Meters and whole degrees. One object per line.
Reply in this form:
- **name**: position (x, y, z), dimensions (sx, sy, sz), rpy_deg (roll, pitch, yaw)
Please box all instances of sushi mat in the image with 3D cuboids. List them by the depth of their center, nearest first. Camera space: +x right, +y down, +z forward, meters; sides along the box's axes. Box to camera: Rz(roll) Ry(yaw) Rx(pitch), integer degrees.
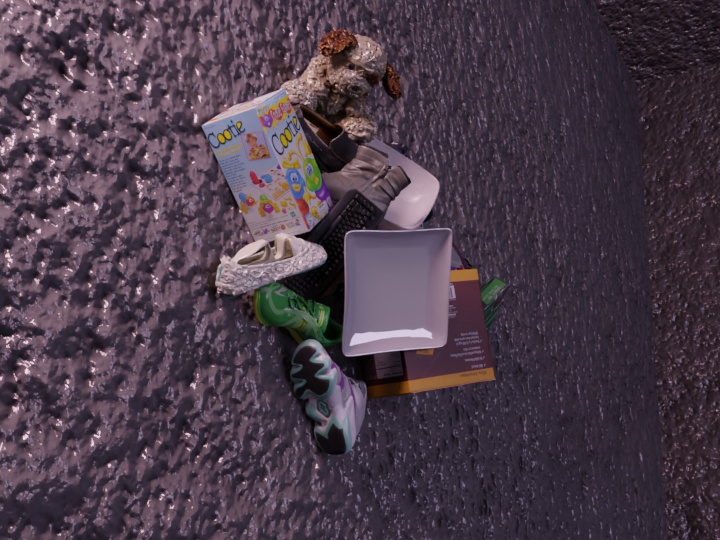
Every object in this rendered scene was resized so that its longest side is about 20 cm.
- **sushi mat**: position (0.000, 0.000, 1.589), dimensions (0.012, 0.096, 0.200), rpy_deg (48, 28, 13)

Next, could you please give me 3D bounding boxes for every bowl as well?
- **bowl**: position (0.028, -0.139, 1.636), dimensions (0.199, 0.075, 0.200), rpy_deg (32, 39, 1)

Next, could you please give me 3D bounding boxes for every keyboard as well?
- **keyboard**: position (-0.034, -0.022, 1.456), dimensions (0.127, 0.200, 0.021), rpy_deg (37, 6, -33)

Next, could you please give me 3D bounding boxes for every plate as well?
- **plate**: position (0.055, 0.031, 1.474), dimensions (0.199, 0.032, 0.201), rpy_deg (-3, 100, -29)

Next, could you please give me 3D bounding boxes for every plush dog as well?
- **plush dog**: position (-0.026, -0.332, 1.569), dimensions (0.200, 0.172, 0.161), rpy_deg (24, 48, -36)

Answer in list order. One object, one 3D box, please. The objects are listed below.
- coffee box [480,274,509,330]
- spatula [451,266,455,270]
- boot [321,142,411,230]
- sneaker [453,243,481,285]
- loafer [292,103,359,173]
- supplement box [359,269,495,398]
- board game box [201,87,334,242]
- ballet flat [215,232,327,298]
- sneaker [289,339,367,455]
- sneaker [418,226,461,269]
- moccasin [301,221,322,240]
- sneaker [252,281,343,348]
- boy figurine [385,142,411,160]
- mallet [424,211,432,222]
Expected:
- **coffee box**: position (0.222, 0.113, 1.818), dimensions (0.123, 0.044, 0.200), rpy_deg (-38, 156, -42)
- **spatula**: position (0.192, 0.044, 1.809), dimensions (0.057, 0.021, 0.200), rpy_deg (-52, 143, -3)
- **boot**: position (-0.026, -0.157, 1.509), dimensions (0.200, 0.068, 0.131), rpy_deg (32, 85, -8)
- **sneaker**: position (0.222, 0.022, 1.959), dimensions (0.200, 0.080, 0.075), rpy_deg (58, 33, -29)
- **loafer**: position (-0.048, -0.212, 1.533), dimensions (0.200, 0.072, 0.073), rpy_deg (22, 51, -29)
- **supplement box**: position (0.109, 0.112, 1.618), dimensions (0.197, 0.133, 0.201), rpy_deg (-4, 82, -35)
- **board game box**: position (-0.137, -0.158, 1.398), dimensions (0.103, 0.105, 0.200), rpy_deg (-51, 123, -54)
- **ballet flat**: position (-0.126, -0.018, 1.343), dimensions (0.200, 0.072, 0.072), rpy_deg (-23, 100, -40)
- **sneaker**: position (-0.041, 0.179, 1.471), dimensions (0.140, 0.078, 0.200), rpy_deg (-47, 128, -57)
- **sneaker**: position (0.119, -0.033, 1.759), dimensions (0.200, 0.079, 0.079), rpy_deg (22, 35, -54)
- **moccasin**: position (-0.047, -0.035, 1.541), dimensions (0.200, 0.068, 0.081), rpy_deg (15, 65, -61)
- **sneaker**: position (-0.092, 0.063, 1.411), dimensions (0.200, 0.083, 0.074), rpy_deg (37, 49, -47)
- **boy figurine**: position (0.062, -0.143, 1.768), dimensions (0.124, 0.064, 0.200), rpy_deg (63, 31, -59)
- **mallet**: position (0.099, -0.072, 1.835), dimensions (0.066, 0.041, 0.200), rpy_deg (54, 41, -37)
